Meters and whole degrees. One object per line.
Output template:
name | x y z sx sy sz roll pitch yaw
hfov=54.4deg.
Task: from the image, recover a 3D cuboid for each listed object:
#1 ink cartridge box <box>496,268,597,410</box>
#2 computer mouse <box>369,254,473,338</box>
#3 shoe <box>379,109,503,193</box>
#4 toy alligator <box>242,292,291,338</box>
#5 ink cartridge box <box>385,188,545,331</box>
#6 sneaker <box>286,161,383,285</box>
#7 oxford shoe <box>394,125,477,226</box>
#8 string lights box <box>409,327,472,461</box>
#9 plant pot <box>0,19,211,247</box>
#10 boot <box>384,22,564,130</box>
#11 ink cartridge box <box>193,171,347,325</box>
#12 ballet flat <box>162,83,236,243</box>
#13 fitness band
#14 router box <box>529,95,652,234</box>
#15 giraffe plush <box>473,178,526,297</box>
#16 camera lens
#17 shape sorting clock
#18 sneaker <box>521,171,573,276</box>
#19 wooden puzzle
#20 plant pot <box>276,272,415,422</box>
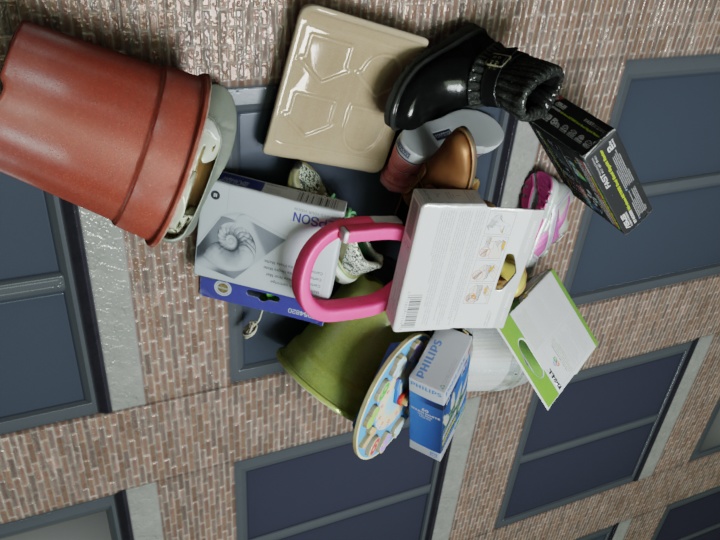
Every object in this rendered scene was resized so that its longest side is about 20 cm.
ink cartridge box | 0.273 0.111 1.103 0.199 0.150 0.075 -34 -179 -43
computer mouse | 0.090 0.037 1.041 0.034 0.198 0.059 -54 171 10
shoe | 0.117 -0.171 1.021 0.196 0.073 0.091 -19 158 -34
toy alligator | -0.121 0.019 1.030 0.200 0.060 0.054 -45 131 8
ink cartridge box | 0.136 -0.010 0.945 0.171 0.045 0.204 0 126 -17
sneaker | -0.027 -0.071 0.972 0.087 0.078 0.202 -8 128 36
oxford shoe | 0.097 -0.111 0.936 0.070 0.073 0.201 -14 154 -25
string lights box | 0.117 0.185 1.044 0.104 0.058 0.203 -56 156 -33
plant pot | -0.286 -0.153 0.750 0.191 0.202 0.204 19 114 -26
boot | 0.145 -0.225 0.896 0.210 0.157 0.080 -42 153 -16
ink cartridge box | -0.128 -0.019 0.955 0.193 0.041 0.205 12 120 0
ballet flat | -0.203 -0.125 0.856 0.066 0.064 0.204 23 107 -4
fitness band | 0.000 0.000 0.937 0.195 0.037 0.147 -5 124 -35
router box | 0.356 -0.166 1.086 0.062 0.151 0.200 -41 131 6
giraffe plush | 0.165 -0.052 1.091 0.194 0.173 0.167 5 116 11
camera lens | 0.192 0.123 1.199 0.195 0.161 0.163 4 121 -29
shape sorting clock | 0.052 0.184 1.023 0.200 0.038 0.204 -44 145 -41
sneaker | 0.301 -0.063 1.177 0.086 0.082 0.204 3 123 -29
wooden puzzle | -0.024 -0.233 0.917 0.181 0.047 0.204 5 124 -29
plant pot | -0.002 0.106 1.085 0.199 0.200 0.187 31 94 -39
